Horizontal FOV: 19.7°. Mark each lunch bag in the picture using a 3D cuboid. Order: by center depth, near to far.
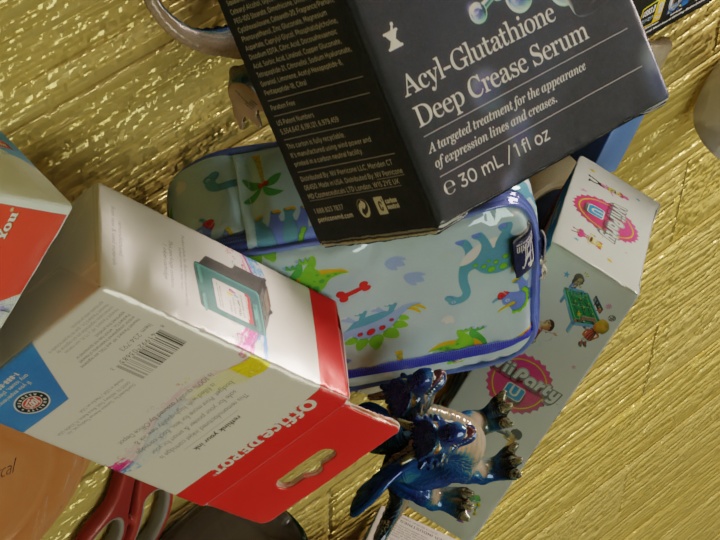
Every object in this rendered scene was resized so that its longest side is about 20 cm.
[{"bbox_3d":[0.000,0.000,1.125,0.198,0.083,0.161,-9,144,-4],"label":"lunch bag"}]

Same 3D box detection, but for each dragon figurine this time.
[{"bbox_3d":[-0.028,-0.114,1.033,0.199,0.100,0.059,21,129,-19],"label":"dragon figurine"},{"bbox_3d":[0.023,0.106,1.169,0.099,0.059,0.200,6,155,-29],"label":"dragon figurine"}]

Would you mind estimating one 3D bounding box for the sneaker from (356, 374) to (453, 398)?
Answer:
[{"bbox_3d":[0.019,-0.011,1.226,0.087,0.075,0.202,2,115,-11],"label":"sneaker"}]

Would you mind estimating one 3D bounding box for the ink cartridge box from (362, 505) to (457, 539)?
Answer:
[{"bbox_3d":[0.038,0.268,1.454,0.200,0.135,0.077,-59,173,-63],"label":"ink cartridge box"}]

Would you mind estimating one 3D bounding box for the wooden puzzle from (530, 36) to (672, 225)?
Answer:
[{"bbox_3d":[0.115,-0.059,1.331,0.199,0.046,0.186,-13,136,-47],"label":"wooden puzzle"}]

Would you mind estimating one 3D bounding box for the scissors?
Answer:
[{"bbox_3d":[-0.129,0.105,1.234,0.073,0.014,0.201,-18,138,-40],"label":"scissors"}]

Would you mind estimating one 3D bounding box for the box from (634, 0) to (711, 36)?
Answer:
[{"bbox_3d":[0.208,-0.239,1.235,0.199,0.047,0.194,-30,150,-32],"label":"box"}]

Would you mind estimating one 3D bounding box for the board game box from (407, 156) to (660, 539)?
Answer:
[{"bbox_3d":[0.104,0.048,1.281,0.201,0.064,0.148,-59,-179,26],"label":"board game box"}]

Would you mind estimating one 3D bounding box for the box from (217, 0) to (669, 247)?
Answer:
[{"bbox_3d":[0.025,-0.134,0.940,0.148,0.201,0.107,-29,-168,-30],"label":"box"}]

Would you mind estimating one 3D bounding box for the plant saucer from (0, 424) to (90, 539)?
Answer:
[{"bbox_3d":[-0.216,0.116,1.104,0.200,0.032,0.201,-35,149,-24],"label":"plant saucer"}]

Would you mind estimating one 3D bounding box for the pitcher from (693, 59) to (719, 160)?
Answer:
[{"bbox_3d":[0.306,-0.159,1.378,0.172,0.121,0.200,-60,180,-8],"label":"pitcher"}]

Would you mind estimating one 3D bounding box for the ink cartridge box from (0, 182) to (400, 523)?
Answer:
[{"bbox_3d":[-0.088,0.048,1.045,0.199,0.068,0.116,28,129,-37],"label":"ink cartridge box"}]

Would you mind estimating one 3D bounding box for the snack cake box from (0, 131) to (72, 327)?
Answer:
[{"bbox_3d":[-0.231,0.027,0.935,0.115,0.067,0.201,11,117,-56],"label":"snack cake box"}]

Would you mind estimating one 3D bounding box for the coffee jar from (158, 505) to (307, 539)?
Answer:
[{"bbox_3d":[-0.090,0.242,1.375,0.104,0.085,0.201,-39,152,-33],"label":"coffee jar"}]
